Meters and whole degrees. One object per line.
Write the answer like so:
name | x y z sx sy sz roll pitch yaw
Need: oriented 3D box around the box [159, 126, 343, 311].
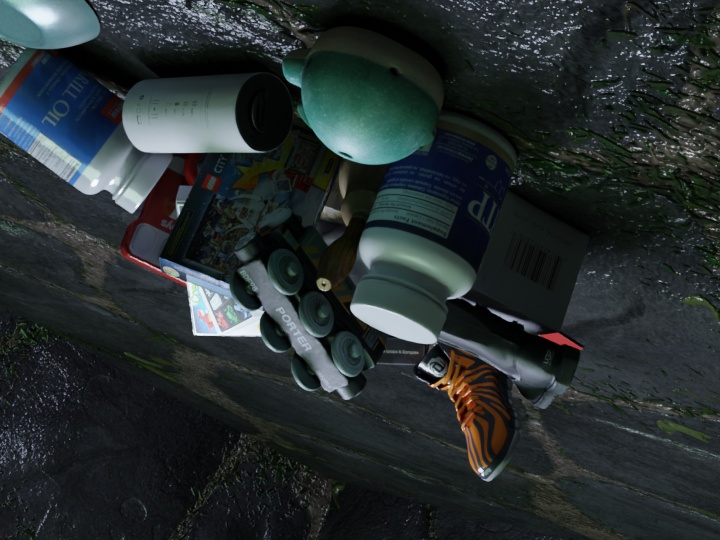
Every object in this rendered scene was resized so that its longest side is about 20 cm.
box | -0.113 -0.067 1.471 0.135 0.202 0.038 20 156 5

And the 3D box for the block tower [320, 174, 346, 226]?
block tower | -0.056 -0.096 1.579 0.198 0.058 0.054 16 164 13

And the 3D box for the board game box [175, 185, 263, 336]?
board game box | -0.140 -0.008 1.595 0.124 0.035 0.202 1 129 3

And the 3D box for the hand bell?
hand bell | -0.006 -0.039 1.383 0.103 0.200 0.105 10 125 16

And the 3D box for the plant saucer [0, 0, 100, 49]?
plant saucer | -0.368 -0.275 1.422 0.199 0.039 0.201 20 166 5

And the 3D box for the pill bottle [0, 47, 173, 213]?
pill bottle | -0.313 -0.157 1.549 0.199 0.113 0.112 36 162 -12

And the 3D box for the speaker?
speaker | -0.162 -0.163 1.440 0.199 0.082 0.081 4 157 46

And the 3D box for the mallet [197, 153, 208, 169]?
mallet | -0.218 -0.150 1.594 0.198 0.066 0.041 13 160 30

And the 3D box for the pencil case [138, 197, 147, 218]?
pencil case | -0.198 -0.051 1.867 0.198 0.085 0.093 19 137 13

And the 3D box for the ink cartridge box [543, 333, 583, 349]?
ink cartridge box | 0.180 0.082 1.881 0.199 0.051 0.160 33 161 -29

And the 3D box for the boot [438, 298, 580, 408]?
boot | 0.119 0.073 1.442 0.198 0.066 0.165 20 165 1

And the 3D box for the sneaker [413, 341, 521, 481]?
sneaker | 0.109 0.139 1.496 0.111 0.078 0.201 31 -154 -16

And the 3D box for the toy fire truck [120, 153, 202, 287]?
toy fire truck | -0.177 -0.051 1.679 0.199 0.170 0.112 28 164 -21

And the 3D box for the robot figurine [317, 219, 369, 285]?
robot figurine | 0.000 0.000 1.628 0.113 0.200 0.170 -39 88 32

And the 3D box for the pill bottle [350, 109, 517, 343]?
pill bottle | 0.065 -0.040 1.321 0.118 0.202 0.120 20 166 5

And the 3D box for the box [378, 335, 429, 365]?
box | 0.012 0.084 1.665 0.141 0.037 0.200 2 -178 5

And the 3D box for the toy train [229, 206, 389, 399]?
toy train | -0.049 0.032 1.389 0.085 0.114 0.201 -24 110 38

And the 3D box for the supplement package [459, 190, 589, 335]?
supplement package | 0.140 0.002 1.520 0.116 0.119 0.200 26 163 -20

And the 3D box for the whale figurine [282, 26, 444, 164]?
whale figurine | -0.007 -0.142 1.254 0.158 0.105 0.200 25 165 -15
